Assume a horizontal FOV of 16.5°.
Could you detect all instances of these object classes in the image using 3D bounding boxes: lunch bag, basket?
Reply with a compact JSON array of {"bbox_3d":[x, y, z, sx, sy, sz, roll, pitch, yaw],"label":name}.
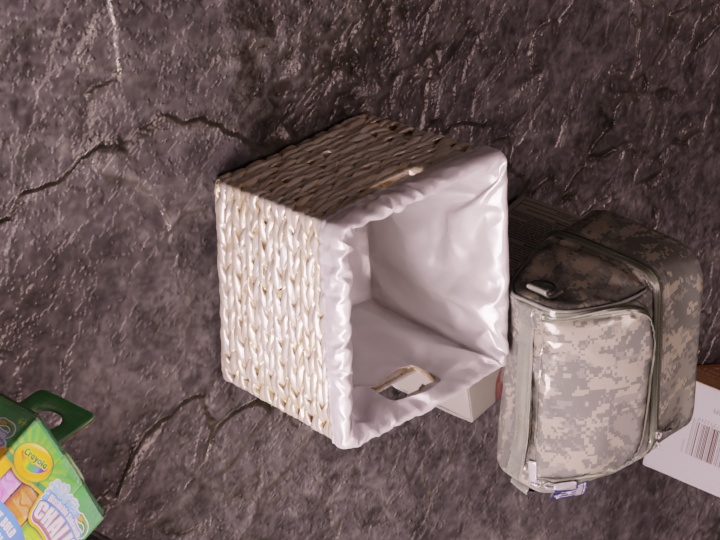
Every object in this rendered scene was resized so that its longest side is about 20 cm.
[{"bbox_3d":[0.187,0.074,2.085,0.167,0.139,0.201,-26,130,-38],"label":"lunch bag"},{"bbox_3d":[0.000,0.000,1.976,0.198,0.160,0.201,-26,126,-40],"label":"basket"}]

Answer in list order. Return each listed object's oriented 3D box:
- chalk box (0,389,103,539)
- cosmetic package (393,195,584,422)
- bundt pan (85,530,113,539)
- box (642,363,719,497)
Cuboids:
[{"bbox_3d":[-0.276,0.156,1.760,0.200,0.125,0.124,-50,138,-23],"label":"chalk box"},{"bbox_3d":[0.120,0.031,2.177,0.200,0.103,0.088,-37,134,-31],"label":"cosmetic package"},{"bbox_3d":[-0.249,0.271,1.865,0.202,0.076,0.203,-33,141,-32],"label":"bundt pan"},{"bbox_3d":[0.412,0.167,2.538,0.200,0.152,0.107,-2,108,-49],"label":"box"}]
